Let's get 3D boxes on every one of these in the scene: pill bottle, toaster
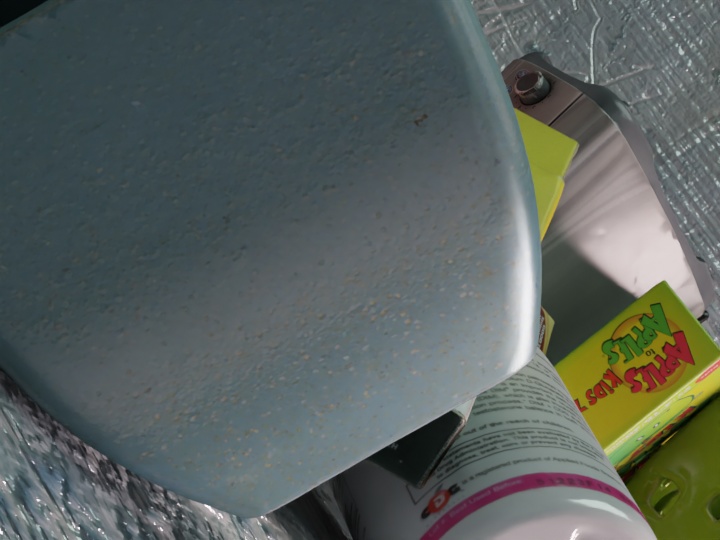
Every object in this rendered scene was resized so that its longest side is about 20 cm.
[{"bbox_3d":[0.047,0.091,1.132,0.113,0.113,0.200,50,7,-33],"label":"pill bottle"},{"bbox_3d":[0.100,-0.008,1.414,0.114,0.129,0.200,38,-17,50],"label":"toaster"}]

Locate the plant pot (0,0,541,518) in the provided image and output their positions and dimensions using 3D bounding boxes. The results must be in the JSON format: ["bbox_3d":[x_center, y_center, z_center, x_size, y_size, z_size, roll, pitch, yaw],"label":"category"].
[{"bbox_3d":[-0.044,-0.038,0.877,0.200,0.196,0.196,60,3,-22],"label":"plant pot"}]

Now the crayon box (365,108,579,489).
[{"bbox_3d":[0.008,-0.014,1.098,0.127,0.051,0.200,30,41,-1],"label":"crayon box"}]

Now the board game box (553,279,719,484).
[{"bbox_3d":[0.131,0.068,1.319,0.048,0.102,0.200,51,1,13],"label":"board game box"}]

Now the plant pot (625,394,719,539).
[{"bbox_3d":[0.200,0.196,1.385,0.199,0.181,0.200,56,6,19],"label":"plant pot"}]

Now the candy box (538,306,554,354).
[{"bbox_3d":[0.000,0.000,1.268,0.115,0.055,0.200,4,-26,32],"label":"candy box"}]
